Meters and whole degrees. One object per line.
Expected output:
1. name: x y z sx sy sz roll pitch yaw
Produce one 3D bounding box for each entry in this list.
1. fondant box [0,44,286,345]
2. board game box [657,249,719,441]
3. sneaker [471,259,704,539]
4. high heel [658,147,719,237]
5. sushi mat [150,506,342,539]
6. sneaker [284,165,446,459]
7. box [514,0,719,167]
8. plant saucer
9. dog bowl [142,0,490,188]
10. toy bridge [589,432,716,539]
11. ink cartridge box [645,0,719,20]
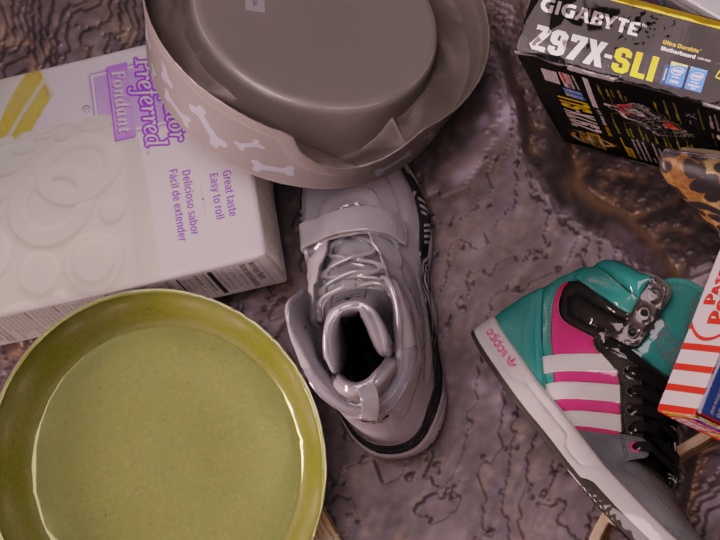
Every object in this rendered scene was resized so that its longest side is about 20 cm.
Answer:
1. fondant box: -0.152 -0.047 1.683 0.199 0.058 0.145 -12 71 8
2. board game box: 0.268 0.043 1.487 0.199 0.046 0.152 26 82 -19
3. sneaker: 0.157 0.067 1.576 0.121 0.084 0.200 -39 54 4
4. high heel: 0.225 0.026 1.550 0.199 0.071 0.143 25 78 -23
5. sushi mat: -0.093 0.103 1.669 0.095 0.012 0.201 -32 74 5
6. sneaker: 0.000 0.000 1.618 0.075 0.115 0.201 -12 76 9
7. box: 0.176 -0.092 1.556 0.159 0.200 0.050 18 83 15
8. plant saucer: -0.112 0.111 1.639 0.199 0.031 0.202 -1 87 12
9. dog bowl: -0.030 -0.131 1.634 0.199 0.059 0.201 9 50 -11
10. toy bridge: 0.165 0.147 1.599 0.067 0.027 0.201 29 85 17
11. ink cartridge box: 0.204 -0.200 1.627 0.199 0.085 0.145 32 81 17
